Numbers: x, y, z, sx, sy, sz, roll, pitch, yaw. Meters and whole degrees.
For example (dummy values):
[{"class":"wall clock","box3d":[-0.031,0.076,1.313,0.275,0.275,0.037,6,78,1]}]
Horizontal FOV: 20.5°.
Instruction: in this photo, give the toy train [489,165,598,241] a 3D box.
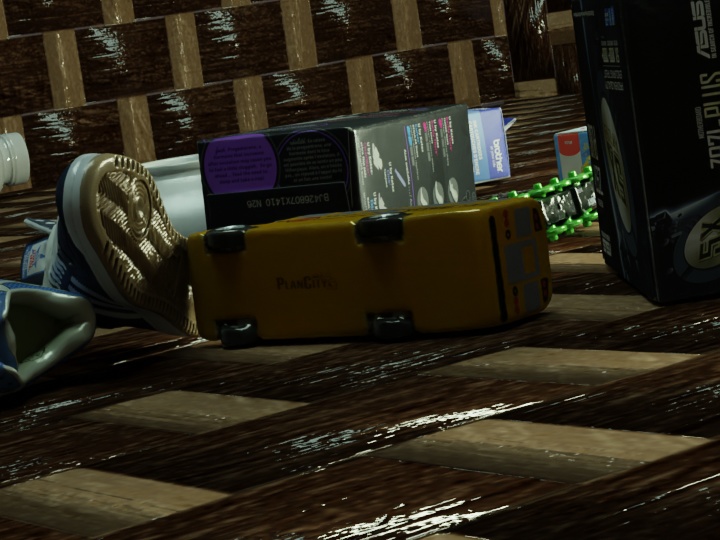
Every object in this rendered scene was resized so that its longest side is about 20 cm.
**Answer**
[{"class":"toy train","box3d":[0.120,-0.038,1.399,0.056,0.042,0.200,-17,1,31]}]

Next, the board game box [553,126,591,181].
[{"class":"board game box","box3d":[0.299,-0.111,1.705,0.195,0.056,0.199,-4,8,37]}]

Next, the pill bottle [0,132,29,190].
[{"class":"pill bottle","box3d":[-0.620,-0.159,3.080,0.199,0.112,0.111,-13,8,-28]}]

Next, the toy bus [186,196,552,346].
[{"class":"toy bus","box3d":[0.000,0.000,1.093,0.199,0.066,0.078,-4,8,36]}]

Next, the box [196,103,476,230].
[{"class":"box","box3d":[-0.011,-0.051,1.365,0.121,0.107,0.200,-3,8,26]}]

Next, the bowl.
[{"class":"bowl","box3d":[-0.129,-0.039,1.497,0.199,0.091,0.201,-8,7,1]}]

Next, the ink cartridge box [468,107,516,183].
[{"class":"ink cartridge box","box3d":[0.061,-0.118,2.009,0.198,0.077,0.136,-9,6,-21]}]

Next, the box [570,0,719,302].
[{"class":"box","box3d":[0.180,-0.080,1.118,0.085,0.165,0.200,-8,7,0]}]

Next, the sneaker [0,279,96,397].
[{"class":"sneaker","box3d":[-0.221,0.036,1.020,0.077,0.076,0.199,-9,6,38]}]

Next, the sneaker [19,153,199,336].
[{"class":"sneaker","box3d":[-0.159,-0.012,1.112,0.107,0.071,0.200,5,-18,15]}]
